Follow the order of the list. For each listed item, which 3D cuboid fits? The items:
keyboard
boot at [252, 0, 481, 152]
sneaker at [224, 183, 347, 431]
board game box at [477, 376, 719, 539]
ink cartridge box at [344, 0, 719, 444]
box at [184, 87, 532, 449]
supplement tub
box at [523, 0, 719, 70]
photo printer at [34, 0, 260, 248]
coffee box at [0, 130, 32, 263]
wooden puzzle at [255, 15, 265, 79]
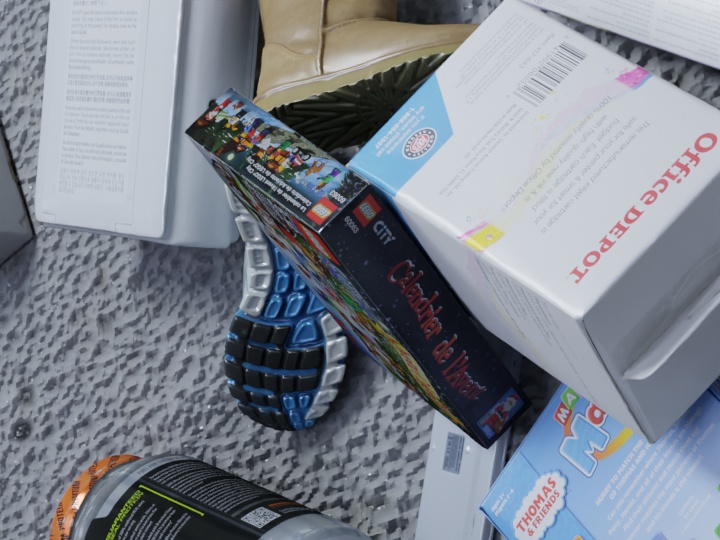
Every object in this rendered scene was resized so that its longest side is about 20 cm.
[{"bbox_3d":[0.060,0.105,1.318,0.056,0.011,0.200,13,95,49],"label":"keyboard"},{"bbox_3d":[0.014,-0.169,1.323,0.175,0.066,0.200,-8,53,13],"label":"boot"},{"bbox_3d":[-0.039,-0.003,1.389,0.075,0.087,0.200,4,110,5],"label":"sneaker"},{"bbox_3d":[0.163,0.133,1.195,0.200,0.037,0.151,48,118,34],"label":"board game box"},{"bbox_3d":[0.119,-0.020,1.160,0.129,0.125,0.200,-45,50,-9],"label":"ink cartridge box"},{"bbox_3d":[0.000,0.000,1.250,0.038,0.200,0.137,-44,42,-7],"label":"box"},{"bbox_3d":[-0.087,0.181,1.372,0.200,0.123,0.123,19,99,43],"label":"supplement tub"},{"bbox_3d":[0.162,-0.136,1.219,0.200,0.039,0.041,25,105,42],"label":"box"},{"bbox_3d":[-0.132,-0.119,1.431,0.166,0.069,0.200,7,93,51],"label":"photo printer"},{"bbox_3d":[-0.334,-0.027,1.655,0.200,0.080,0.114,-36,63,36],"label":"coffee box"},{"bbox_3d":[-0.112,-0.192,1.494,0.200,0.037,0.185,-24,70,45],"label":"wooden puzzle"}]
